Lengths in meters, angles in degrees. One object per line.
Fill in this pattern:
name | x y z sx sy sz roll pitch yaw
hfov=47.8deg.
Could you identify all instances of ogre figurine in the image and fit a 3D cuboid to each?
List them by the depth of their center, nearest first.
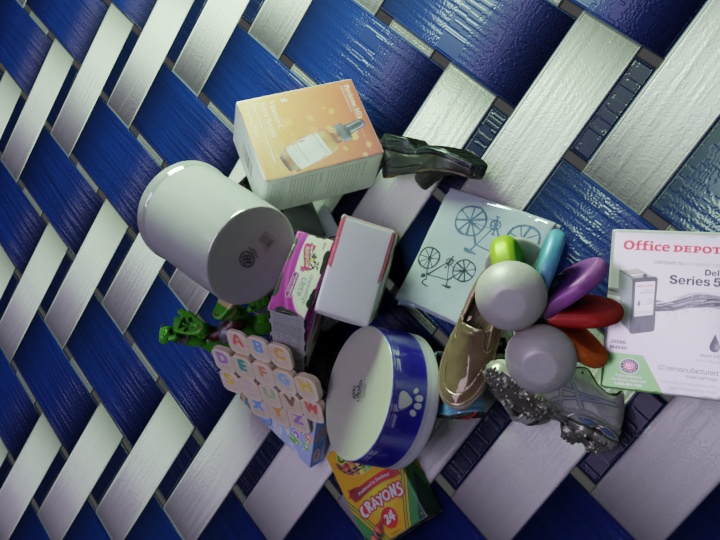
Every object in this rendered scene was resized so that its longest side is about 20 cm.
ogre figurine | -0.219 0.090 1.328 0.200 0.120 0.098 -38 55 7

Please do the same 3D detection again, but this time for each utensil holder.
utensil holder | -0.222 -0.058 1.249 0.200 0.170 0.171 32 105 42

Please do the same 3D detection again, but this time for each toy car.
toy car | 0.234 0.039 0.981 0.149 0.175 0.201 -24 98 20

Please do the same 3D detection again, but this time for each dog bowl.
dog bowl | 0.028 0.183 1.183 0.200 0.078 0.201 -39 44 50

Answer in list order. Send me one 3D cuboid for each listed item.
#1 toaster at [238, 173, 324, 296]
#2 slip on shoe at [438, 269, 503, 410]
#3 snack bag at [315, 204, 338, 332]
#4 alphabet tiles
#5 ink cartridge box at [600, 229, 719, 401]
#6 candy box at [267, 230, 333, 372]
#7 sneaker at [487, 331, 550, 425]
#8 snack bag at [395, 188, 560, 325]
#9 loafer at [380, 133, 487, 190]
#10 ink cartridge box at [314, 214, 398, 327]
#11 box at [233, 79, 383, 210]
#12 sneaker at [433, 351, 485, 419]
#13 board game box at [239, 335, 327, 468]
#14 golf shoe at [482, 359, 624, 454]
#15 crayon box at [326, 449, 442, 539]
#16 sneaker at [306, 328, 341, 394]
toaster | -0.165 -0.066 1.397 0.200 0.118 0.181 -40 57 27
slip on shoe | 0.155 0.089 1.093 0.076 0.061 0.201 24 85 32
snack bag | -0.084 0.009 1.409 0.188 0.021 0.201 -37 66 29
alphabet tiles | -0.144 0.179 1.277 0.199 0.015 0.196 14 134 27
ink cartridge box | 0.384 0.052 1.011 0.145 0.084 0.201 3 88 26
candy box | -0.089 0.052 1.236 0.061 0.200 0.137 16 62 5
sneaker | 0.202 0.125 1.150 0.074 0.088 0.201 -41 63 28
snack bag | 0.168 -0.008 1.185 0.188 0.021 0.201 23 82 34
loafer | 0.111 -0.160 1.256 0.200 0.073 0.073 23 107 45
ink cartridge box | 0.000 0.000 1.229 0.083 0.200 0.146 16 92 4
box | -0.087 -0.201 1.308 0.106 0.199 0.153 112 138 -63
sneaker | 0.115 0.168 1.198 0.200 0.079 0.096 -9 76 55
board game box | -0.131 0.216 1.380 0.200 0.037 0.152 36 134 32
golf shoe | 0.258 0.157 1.073 0.097 0.199 0.078 -61 5 -22
crayon box | 0.027 0.321 1.283 0.127 0.051 0.201 -42 63 27
sneaker | -0.065 0.159 1.357 0.200 0.073 0.082 53 139 17
